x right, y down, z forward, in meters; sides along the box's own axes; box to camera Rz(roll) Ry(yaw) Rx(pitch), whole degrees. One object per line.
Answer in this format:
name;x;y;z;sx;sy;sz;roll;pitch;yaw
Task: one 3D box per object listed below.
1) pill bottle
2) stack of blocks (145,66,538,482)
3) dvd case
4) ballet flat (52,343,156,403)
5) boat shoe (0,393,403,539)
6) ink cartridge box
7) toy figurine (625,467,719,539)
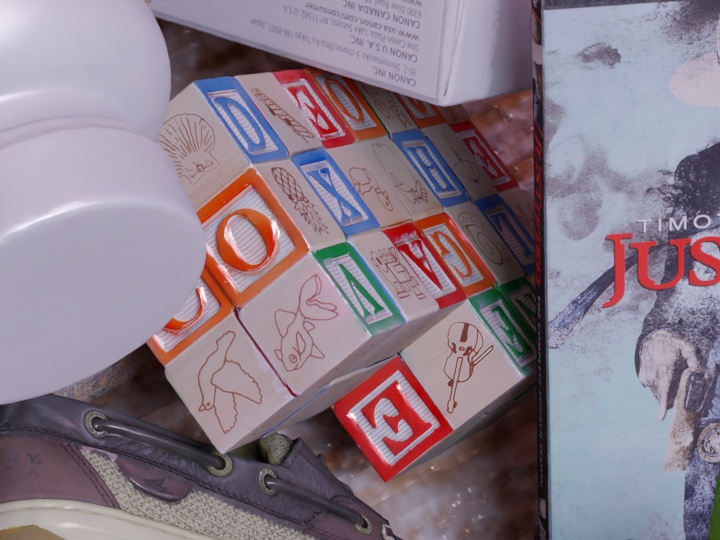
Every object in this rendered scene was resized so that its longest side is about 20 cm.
pill bottle;-0.118;-0.068;0.766;0.113;0.113;0.200;-10;58;-32
stack of blocks;0.000;0.000;0.879;0.115;0.059;0.200;54;20;7
dvd case;0.122;-0.002;0.832;0.146;0.200;0.022;-3;26;-2
ballet flat;-0.104;0.014;0.836;0.200;0.067;0.068;-35;84;-37
boat shoe;-0.030;0.078;0.853;0.201;0.072;0.066;17;63;-40
ink cartridge box;0.013;-0.107;0.937;0.176;0.200;0.045;-15;117;-45
toy figurine;0.016;0.145;0.739;0.184;0.150;0.201;-1;74;-1
